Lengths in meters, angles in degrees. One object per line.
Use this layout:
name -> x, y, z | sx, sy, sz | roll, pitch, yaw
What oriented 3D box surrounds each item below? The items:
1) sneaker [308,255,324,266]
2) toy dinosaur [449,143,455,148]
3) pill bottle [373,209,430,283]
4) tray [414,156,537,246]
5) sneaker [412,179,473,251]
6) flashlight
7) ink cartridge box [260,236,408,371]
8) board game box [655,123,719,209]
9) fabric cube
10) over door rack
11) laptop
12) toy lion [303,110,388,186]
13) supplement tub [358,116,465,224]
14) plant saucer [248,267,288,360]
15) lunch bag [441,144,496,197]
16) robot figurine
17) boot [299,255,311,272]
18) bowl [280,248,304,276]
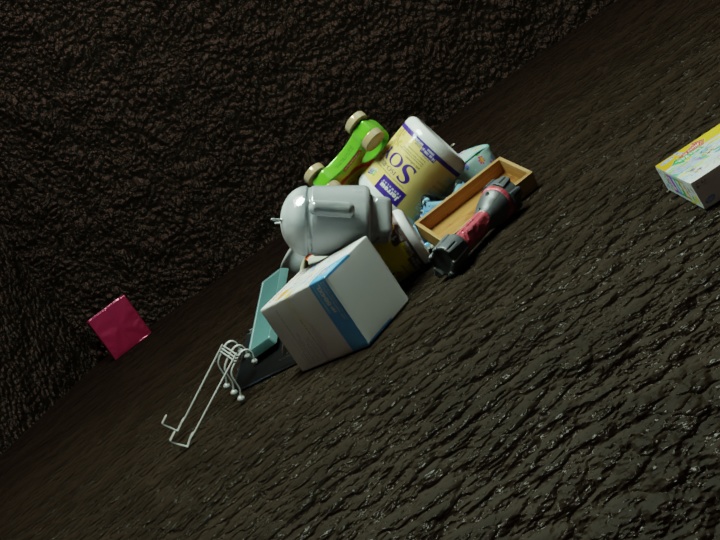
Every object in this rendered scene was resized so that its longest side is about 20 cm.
sneaker -> 0.000, 0.000, 1.652 | 0.196, 0.086, 0.075 | -8, -6, -16
toy dinosaur -> 0.110, -0.189, 1.791 | 0.200, 0.048, 0.088 | -47, 28, -10
pill bottle -> 0.016, -0.009, 1.523 | 0.199, 0.110, 0.109 | -35, 9, 8
tray -> 0.198, -0.111, 1.501 | 0.199, 0.037, 0.098 | -37, 34, -10
sneaker -> 0.127, -0.095, 1.601 | 0.199, 0.091, 0.078 | -35, 9, 14
flashlight -> 0.182, -0.071, 1.372 | 0.067, 0.068, 0.200 | -7, 28, 47
ink cartridge box -> -0.051, 0.059, 1.385 | 0.199, 0.126, 0.129 | -25, 14, 44
board game box -> 0.432, -0.147, 0.949 | 0.198, 0.034, 0.135 | -34, 10, 10
fabric cube -> -1.047, 0.244, 3.792 | 0.199, 0.201, 0.196 | -38, 11, -16
over door rack -> -0.260, 0.221, 1.544 | 0.201, 0.066, 0.147 | -52, 16, -11
laptop -> -0.123, 0.135, 1.628 | 0.186, 0.118, 0.198 | -28, -16, 37
toy lion -> -0.015, -0.197, 1.696 | 0.201, 0.069, 0.191 | -50, -17, 13
supplement tub -> 0.086, -0.171, 1.655 | 0.201, 0.145, 0.146 | -49, 7, 11
plant saucer -> -0.173, 0.075, 1.636 | 0.070, 0.019, 0.202 | -35, 30, 29
lunch bag -> 0.190, -0.174, 1.802 | 0.199, 0.078, 0.160 | -40, 9, -19
robot figurine -> -0.046, -0.081, 1.431 | 0.196, 0.115, 0.170 | -1, -15, -1
boot -> -0.058, -0.041, 1.696 | 0.074, 0.204, 0.106 | 21, 8, 37
bowl -> -0.092, -0.047, 2.062 | 0.202, 0.090, 0.201 | -49, -8, -9
